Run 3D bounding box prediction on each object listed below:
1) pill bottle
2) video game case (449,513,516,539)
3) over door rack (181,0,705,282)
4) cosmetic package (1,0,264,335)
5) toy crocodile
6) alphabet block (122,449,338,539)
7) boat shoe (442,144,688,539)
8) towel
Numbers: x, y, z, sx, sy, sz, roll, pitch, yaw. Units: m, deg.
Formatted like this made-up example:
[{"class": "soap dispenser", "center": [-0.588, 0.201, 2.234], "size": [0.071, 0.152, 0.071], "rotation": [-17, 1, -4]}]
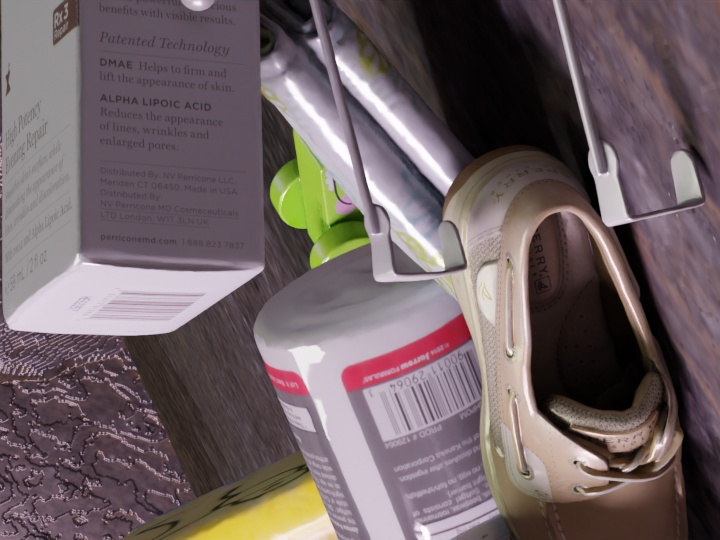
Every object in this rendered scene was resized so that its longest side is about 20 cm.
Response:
[{"class": "pill bottle", "center": [0.037, 0.091, 1.269], "size": [0.200, 0.111, 0.111], "rotation": [68, 170, -18]}, {"class": "video game case", "center": [0.094, 0.156, 1.122], "size": [0.143, 0.018, 0.200], "rotation": [56, -166, 7]}, {"class": "over door rack", "center": [0.011, -0.089, 0.931], "size": [0.148, 0.067, 0.200], "rotation": [-14, 102, 56]}, {"class": "cosmetic package", "center": [-0.084, -0.085, 1.025], "size": [0.102, 0.074, 0.200], "rotation": [147, 122, -62]}, {"class": "toy crocodile", "center": [0.000, 0.000, 1.430], "size": [0.068, 0.062, 0.200], "rotation": [-124, 18, -46]}, {"class": "alphabet block", "center": [-0.021, 0.201, 1.499], "size": [0.197, 0.195, 0.200], "rotation": [63, -172, -1]}, {"class": "boat shoe", "center": [0.083, 0.053, 1.048], "size": [0.065, 0.072, 0.200], "rotation": [-136, 27, -63]}, {"class": "towel", "center": [0.003, -0.052, 1.120], "size": [0.200, 0.048, 0.171], "rotation": [46, -177, -31]}]
